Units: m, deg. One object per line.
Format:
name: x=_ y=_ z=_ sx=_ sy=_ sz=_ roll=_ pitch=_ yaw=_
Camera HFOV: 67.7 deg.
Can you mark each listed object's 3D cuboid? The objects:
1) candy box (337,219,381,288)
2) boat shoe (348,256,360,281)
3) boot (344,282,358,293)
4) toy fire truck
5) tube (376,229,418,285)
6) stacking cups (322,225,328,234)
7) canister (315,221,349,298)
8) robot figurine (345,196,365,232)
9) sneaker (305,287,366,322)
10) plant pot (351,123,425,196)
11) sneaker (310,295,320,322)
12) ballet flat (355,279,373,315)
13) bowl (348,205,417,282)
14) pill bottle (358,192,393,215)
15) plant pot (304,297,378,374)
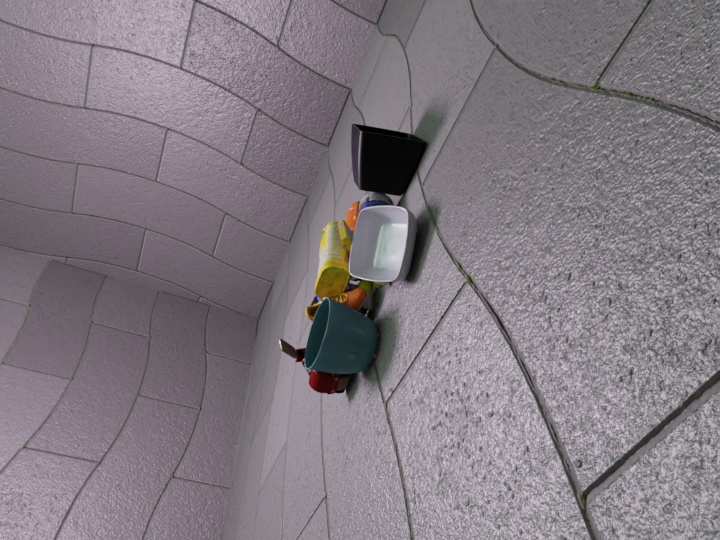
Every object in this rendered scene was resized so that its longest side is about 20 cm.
candy box: x=-0.001 y=-0.047 z=1.555 sx=0.026 sy=0.200 sz=0.102 roll=-31 pitch=32 yaw=8
boat shoe: x=0.000 y=0.000 z=1.652 sx=0.200 sy=0.092 sz=0.075 roll=-166 pitch=87 yaw=-77
boot: x=-0.041 y=0.070 z=1.744 sx=0.200 sy=0.095 sz=0.074 roll=-100 pitch=14 yaw=-77
toy fire truck: x=-0.143 y=0.270 z=1.575 sx=0.176 sy=0.199 sz=0.129 roll=53 pitch=136 yaw=46
tube: x=0.094 y=-0.052 z=1.475 sx=0.201 sy=0.058 sz=0.052 roll=-59 pitch=-16 yaw=26
stacking cups: x=-0.051 y=-0.065 z=1.788 sx=0.201 sy=0.060 sz=0.061 roll=55 pitch=141 yaw=18
canister: x=-0.082 y=-0.033 z=1.637 sx=0.149 sy=0.086 sz=0.201 roll=114 pitch=163 yaw=-45
robot figurine: x=0.004 y=-0.146 z=1.773 sx=0.116 sy=0.143 sz=0.201 roll=-29 pitch=41 yaw=39
sneaker: x=-0.072 y=0.103 z=1.563 sx=0.199 sy=0.077 sz=0.073 roll=-28 pitch=47 yaw=19
plant pot: x=0.065 y=-0.337 z=1.650 sx=0.200 sy=0.198 sz=0.179 roll=-113 pitch=33 yaw=-68
sneaker: x=-0.120 y=0.153 z=1.698 sx=0.078 sy=0.070 sz=0.201 roll=-56 pitch=25 yaw=27
ballet flat: x=0.001 y=0.120 z=1.595 sx=0.067 sy=0.067 sz=0.201 roll=27 pitch=92 yaw=52
bowl: x=0.069 y=-0.066 z=1.418 sx=0.199 sy=0.074 sz=0.201 roll=7 pitch=86 yaw=48
pill bottle: x=0.048 y=-0.134 z=1.607 sx=0.201 sy=0.110 sz=0.111 roll=-88 pitch=22 yaw=-47
plant pot: x=-0.047 y=0.194 z=1.480 sx=0.200 sy=0.160 sz=0.202 roll=-162 pitch=90 yaw=-75
